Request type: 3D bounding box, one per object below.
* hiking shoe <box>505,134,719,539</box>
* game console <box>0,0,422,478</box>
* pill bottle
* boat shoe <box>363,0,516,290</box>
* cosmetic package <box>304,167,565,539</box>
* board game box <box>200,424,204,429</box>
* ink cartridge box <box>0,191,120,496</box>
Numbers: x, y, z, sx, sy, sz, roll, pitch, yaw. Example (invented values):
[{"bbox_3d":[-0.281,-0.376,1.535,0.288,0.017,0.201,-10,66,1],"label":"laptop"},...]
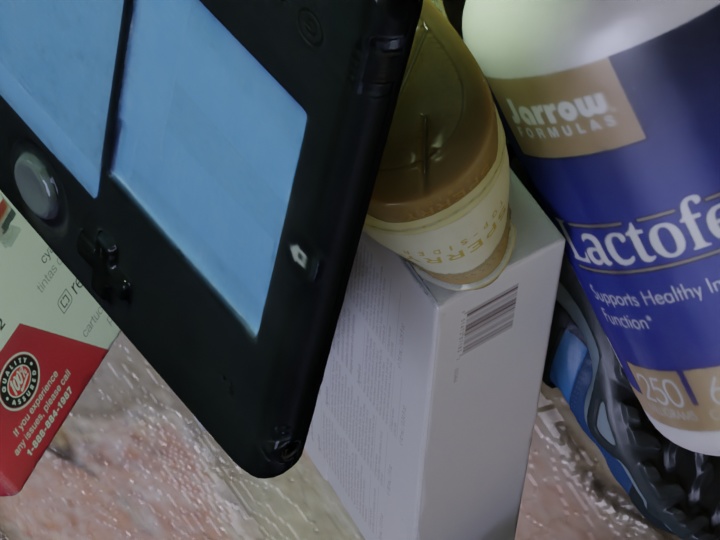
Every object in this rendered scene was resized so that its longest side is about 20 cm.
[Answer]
[{"bbox_3d":[0.077,0.004,0.848,0.087,0.074,0.200,7,129,61],"label":"hiking shoe"},{"bbox_3d":[-0.059,-0.060,0.654,0.177,0.031,0.200,51,149,26],"label":"game console"},{"bbox_3d":[0.099,-0.055,0.736,0.115,0.116,0.200,-11,115,42],"label":"pill bottle"},{"bbox_3d":[-0.010,-0.081,0.732,0.201,0.073,0.063,59,179,34],"label":"boat shoe"},{"bbox_3d":[0.000,0.000,0.827,0.151,0.052,0.200,53,160,26],"label":"cosmetic package"},{"bbox_3d":[-0.076,-0.052,0.800,0.200,0.035,0.126,63,167,7],"label":"board game box"},{"bbox_3d":[-0.195,-0.035,0.923,0.144,0.146,0.200,-1,136,39],"label":"ink cartridge box"}]
